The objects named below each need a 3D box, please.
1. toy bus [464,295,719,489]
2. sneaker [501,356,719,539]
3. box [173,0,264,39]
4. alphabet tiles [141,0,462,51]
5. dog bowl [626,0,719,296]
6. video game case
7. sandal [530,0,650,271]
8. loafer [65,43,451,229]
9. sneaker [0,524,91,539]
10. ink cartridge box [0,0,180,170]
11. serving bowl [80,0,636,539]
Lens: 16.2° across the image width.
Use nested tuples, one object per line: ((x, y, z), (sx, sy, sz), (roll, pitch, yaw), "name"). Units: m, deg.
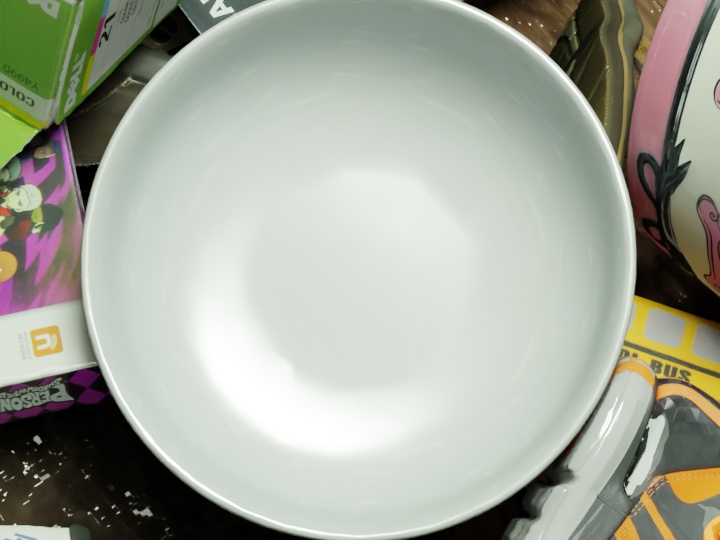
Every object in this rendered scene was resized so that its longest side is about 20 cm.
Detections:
((0.130, 0.064, 0.999), (0.199, 0.065, 0.079), (18, 56, -1), "toy bus")
((0.093, 0.141, 0.913), (0.112, 0.078, 0.200), (31, 88, -5), "sneaker")
((-0.044, -0.194, 1.044), (0.159, 0.046, 0.200), (-37, 100, -3), "box")
((-0.026, -0.175, 1.076), (0.199, 0.008, 0.168), (-25, 99, -4), "alphabet tiles")
((0.176, -0.074, 0.979), (0.074, 0.201, 0.200), (25, 54, 29), "dog bowl")
((-0.198, -0.024, 0.973), (0.180, 0.036, 0.201), (-12, 62, -3), "video game case")
((0.101, -0.059, 1.035), (0.054, 0.082, 0.200), (30, 26, -7), "sandal")
((-0.042, -0.032, 1.014), (0.199, 0.073, 0.072), (18, 73, 18), "loafer")
((-0.106, 0.165, 0.875), (0.115, 0.081, 0.200), (-3, 59, -12), "sneaker")
((-0.167, -0.109, 0.925), (0.147, 0.076, 0.200), (31, 47, 7), "ink cartridge box")
((0.000, 0.000, 0.930), (0.199, 0.066, 0.201), (0, 83, 2), "serving bowl")
